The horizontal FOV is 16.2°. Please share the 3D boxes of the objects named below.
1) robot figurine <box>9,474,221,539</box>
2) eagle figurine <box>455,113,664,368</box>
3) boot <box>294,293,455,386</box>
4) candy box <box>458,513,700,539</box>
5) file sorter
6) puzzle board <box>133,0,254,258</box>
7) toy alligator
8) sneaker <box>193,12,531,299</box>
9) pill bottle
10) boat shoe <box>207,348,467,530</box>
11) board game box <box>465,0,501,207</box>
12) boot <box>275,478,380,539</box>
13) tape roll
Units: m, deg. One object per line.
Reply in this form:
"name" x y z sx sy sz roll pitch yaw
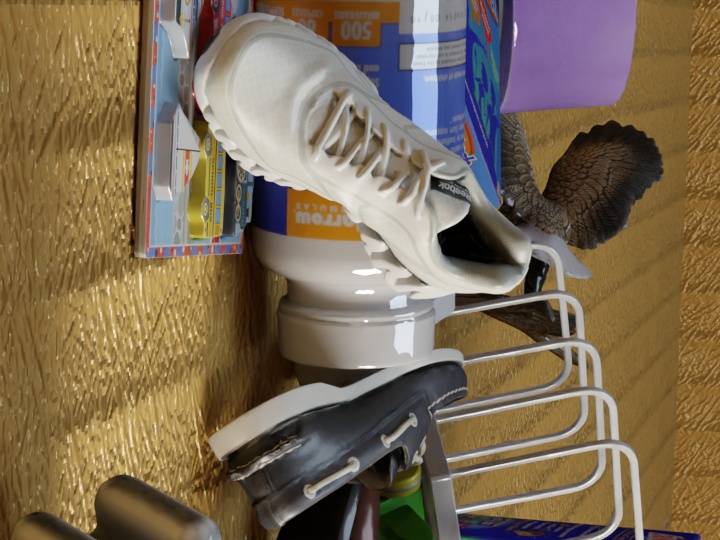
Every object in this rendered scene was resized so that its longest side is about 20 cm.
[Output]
"robot figurine" -0.088 0.184 0.988 0.169 0.113 0.202 -20 119 -33
"eagle figurine" 0.125 -0.054 1.832 0.152 0.150 0.201 48 57 -58
"boot" 0.000 0.000 1.452 0.200 0.073 0.096 -43 119 -71
"candy box" 0.120 0.208 1.687 0.169 0.198 0.078 6 87 -76
"file sorter" 0.090 0.096 1.565 0.201 0.123 0.139 -105 -175 -50
"puzzle board" -0.073 -0.107 1.199 0.151 0.017 0.202 -6 99 -77
"toy alligator" 0.005 0.113 1.499 0.200 0.054 0.060 -104 -173 -57
"sneaker" 0.006 -0.052 1.194 0.200 0.081 0.075 37 80 -33
"pill bottle" -0.002 -0.056 1.305 0.112 0.111 0.202 -35 126 -73
"boat shoe" 0.000 0.086 1.317 0.200 0.074 0.061 -13 74 -59
"board game box" 0.049 -0.159 1.541 0.153 0.045 0.201 67 19 -48
"boot" 0.046 0.207 1.396 0.068 0.199 0.190 -6 -104 59
"tape roll" 0.123 -0.209 1.713 0.200 0.084 0.202 175 -90 -82
